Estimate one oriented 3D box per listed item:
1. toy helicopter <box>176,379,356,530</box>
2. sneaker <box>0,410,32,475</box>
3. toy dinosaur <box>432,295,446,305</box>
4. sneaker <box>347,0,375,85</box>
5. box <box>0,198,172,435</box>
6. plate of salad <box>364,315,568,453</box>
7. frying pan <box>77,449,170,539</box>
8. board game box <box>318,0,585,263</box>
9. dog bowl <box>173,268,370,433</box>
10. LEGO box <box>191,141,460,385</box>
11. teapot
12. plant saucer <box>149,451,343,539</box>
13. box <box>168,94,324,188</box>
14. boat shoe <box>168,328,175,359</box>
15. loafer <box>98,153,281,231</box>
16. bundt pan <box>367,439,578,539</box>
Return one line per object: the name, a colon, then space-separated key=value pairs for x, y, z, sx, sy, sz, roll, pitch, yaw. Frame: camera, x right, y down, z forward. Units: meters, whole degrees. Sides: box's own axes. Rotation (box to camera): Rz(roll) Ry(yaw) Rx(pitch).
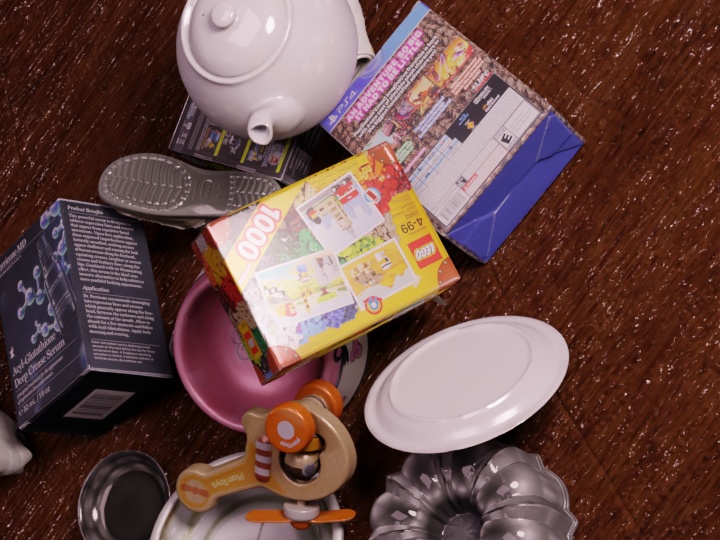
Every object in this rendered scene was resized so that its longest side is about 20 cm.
toy helicopter: x=-0.089 y=0.196 z=1.632 sx=0.199 sy=0.079 sz=0.133 roll=-21 pitch=97 yaw=29
sneaker: x=-0.419 y=0.173 z=1.883 sx=0.076 sy=0.091 sz=0.200 roll=-65 pitch=33 yaw=15
toy dinosaur: x=0.000 y=0.000 z=1.715 sx=0.199 sy=0.077 sz=0.103 roll=28 pitch=102 yaw=14
sneaker: x=-0.079 y=-0.205 z=1.765 sx=0.199 sy=0.074 sz=0.116 roll=-28 pitch=60 yaw=16
box: x=-0.294 y=0.051 z=1.802 sx=0.148 sy=0.107 sz=0.201 roll=-38 pitch=56 yaw=39
plate of salad: x=0.100 y=0.110 z=1.589 sx=0.199 sy=0.048 sz=0.201 roll=-18 pitch=30 yaw=10
frying pan: x=-0.226 y=0.274 z=1.761 sx=0.115 sy=0.031 sz=0.191 roll=-36 pitch=63 yaw=14
board game box: x=0.089 y=-0.136 z=1.686 sx=0.160 sy=0.097 sz=0.200 roll=-50 pitch=58 yaw=6
dog bowl: x=-0.095 y=0.071 z=1.680 sx=0.199 sy=0.074 sz=0.202 roll=4 pitch=102 yaw=18
LEGO box: x=-0.034 y=-0.007 z=1.590 sx=0.199 sy=0.077 sz=0.150 roll=-27 pitch=85 yaw=-22
teapot: x=-0.106 y=-0.232 z=1.670 sx=0.199 sy=0.146 sz=0.198 roll=26 pitch=89 yaw=26
plant saucer: x=-0.107 y=0.274 z=1.667 sx=0.198 sy=0.050 sz=0.201 roll=-8 pitch=56 yaw=13
box: x=-0.102 y=-0.198 z=1.844 sx=0.159 sy=0.044 sz=0.201 roll=16 pitch=82 yaw=31
boat shoe: x=-0.123 y=0.021 z=1.771 sx=0.200 sy=0.060 sz=0.074 roll=-48 pitch=58 yaw=7
loafer: x=-0.178 y=-0.068 z=1.798 sx=0.198 sy=0.070 sz=0.076 roll=11 pitch=60 yaw=10
bundt pan: x=0.092 y=0.237 z=1.556 sx=0.200 sy=0.076 sz=0.203 roll=-12 pitch=60 yaw=21
